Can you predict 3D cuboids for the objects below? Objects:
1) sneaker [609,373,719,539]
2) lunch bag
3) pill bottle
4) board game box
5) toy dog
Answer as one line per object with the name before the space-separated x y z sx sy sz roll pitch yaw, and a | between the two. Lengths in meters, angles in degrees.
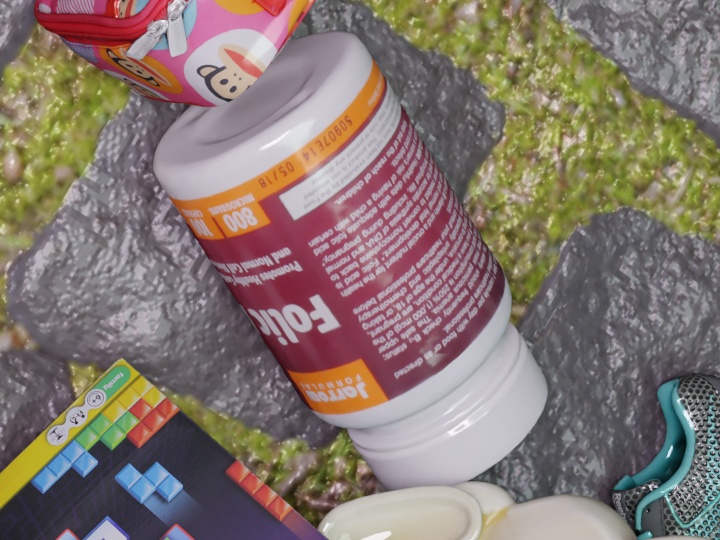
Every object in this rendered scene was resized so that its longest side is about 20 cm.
sneaker | 0.168 0.145 1.216 0.091 0.078 0.201 21 84 -13
lunch bag | -0.045 -0.166 0.982 0.082 0.176 0.201 35 81 -28
pill bottle | 0.000 0.000 1.068 0.114 0.114 0.201 -40 113 -17
board game box | -0.117 0.162 1.004 0.200 0.165 0.057 -45 150 -15
toy dog | 0.080 0.166 1.109 0.193 0.200 0.140 -30 72 3
